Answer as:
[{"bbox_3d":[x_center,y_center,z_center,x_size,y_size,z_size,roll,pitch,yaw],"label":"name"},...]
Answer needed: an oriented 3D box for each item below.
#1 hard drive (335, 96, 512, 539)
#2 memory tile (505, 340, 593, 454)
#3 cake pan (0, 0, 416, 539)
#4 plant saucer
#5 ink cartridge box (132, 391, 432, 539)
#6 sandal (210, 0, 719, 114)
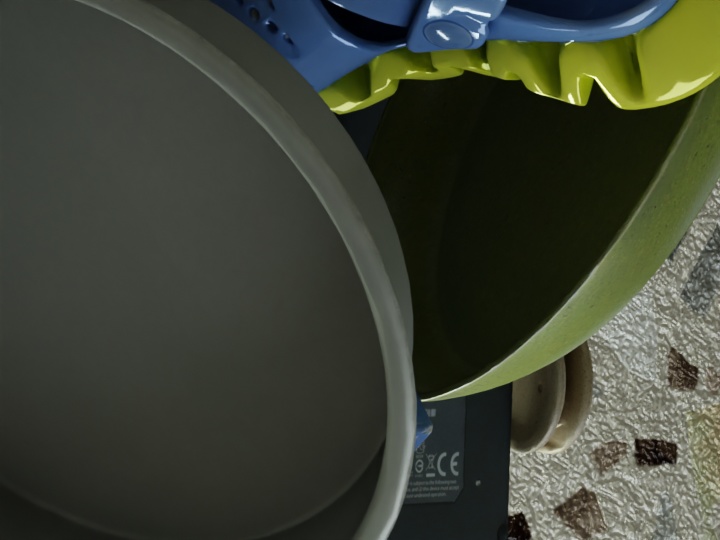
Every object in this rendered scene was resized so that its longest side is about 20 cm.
[{"bbox_3d":[0.000,0.000,0.925,0.033,0.201,0.139,2,179,42],"label":"hard drive"},{"bbox_3d":[0.038,-0.031,1.021,0.017,0.154,0.200,2,-163,-28],"label":"memory tile"},{"bbox_3d":[-0.072,0.006,0.701,0.200,0.201,0.037,-16,-160,33],"label":"cake pan"},{"bbox_3d":[0.061,-0.048,0.815,0.031,0.201,0.200,28,162,-22],"label":"plant saucer"},{"bbox_3d":[-0.076,0.005,0.839,0.076,0.201,0.137,-5,147,-39],"label":"ink cartridge box"},{"bbox_3d":[-0.002,-0.083,0.720,0.199,0.080,0.087,-9,149,28],"label":"sandal"}]
